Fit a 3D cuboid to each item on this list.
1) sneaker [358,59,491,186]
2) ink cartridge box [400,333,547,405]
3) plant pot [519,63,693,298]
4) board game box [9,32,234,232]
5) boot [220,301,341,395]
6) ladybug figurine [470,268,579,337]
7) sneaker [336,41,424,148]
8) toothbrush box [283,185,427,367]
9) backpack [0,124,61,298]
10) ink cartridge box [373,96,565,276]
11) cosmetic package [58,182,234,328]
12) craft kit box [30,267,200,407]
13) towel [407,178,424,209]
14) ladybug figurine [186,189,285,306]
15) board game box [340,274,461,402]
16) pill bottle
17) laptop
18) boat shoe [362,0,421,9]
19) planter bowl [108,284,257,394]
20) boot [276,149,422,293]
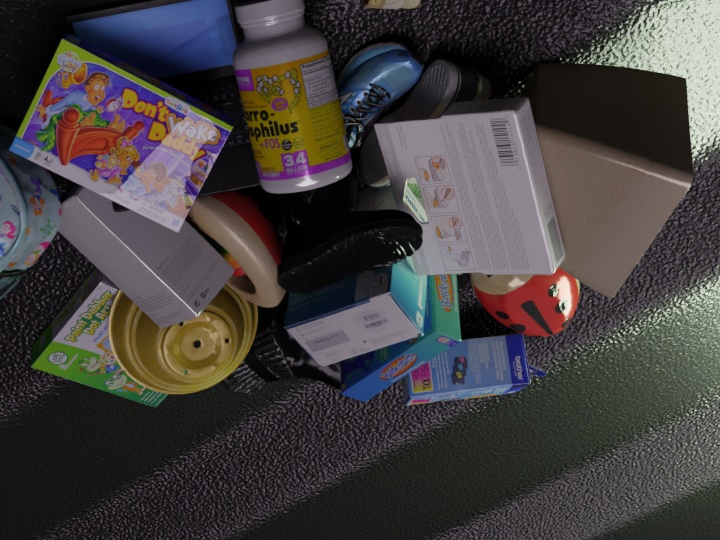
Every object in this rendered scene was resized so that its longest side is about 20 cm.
[{"bbox_3d":[0.077,-0.161,1.504,0.079,0.079,0.200,7,145,-35],"label":"sneaker"},{"bbox_3d":[0.158,0.138,1.809,0.199,0.077,0.136,-8,170,-3],"label":"ink cartridge box"},{"bbox_3d":[0.255,-0.124,1.498,0.176,0.200,0.200,19,133,-8],"label":"plant pot"},{"bbox_3d":[-0.254,-0.147,1.385,0.199,0.045,0.135,26,105,-13],"label":"board game box"},{"bbox_3d":[-0.091,0.137,1.801,0.158,0.080,0.211,-36,121,18],"label":"boot"},{"bbox_3d":[0.227,0.029,1.742,0.135,0.072,0.200,-29,134,21],"label":"ladybug figurine"},{"bbox_3d":[-0.004,-0.177,1.464,0.200,0.090,0.078,-36,131,27],"label":"sneaker"},{"bbox_3d":[0.000,0.000,1.560,0.146,0.201,0.085,-18,130,25],"label":"toothbrush box"},{"bbox_3d":[-0.443,-0.064,1.451,0.200,0.178,0.150,-38,171,21],"label":"backpack"},{"bbox_3d":[0.124,-0.090,1.448,0.176,0.045,0.201,0,120,32],"label":"ink cartridge box"},{"bbox_3d":[-0.259,-0.032,1.510,0.200,0.085,0.107,48,149,-18],"label":"cosmetic package"},{"bbox_3d":[-0.312,0.091,1.746,0.197,0.049,0.200,24,129,-28],"label":"craft kit box"},{"bbox_3d":[0.110,-0.077,1.643,0.152,0.023,0.200,12,134,-21],"label":"towel"},{"bbox_3d":[-0.149,-0.040,1.569,0.072,0.135,0.200,-50,132,-20],"label":"ladybug figurine"},{"bbox_3d":[0.047,0.060,1.662,0.045,0.153,0.200,21,140,-30],"label":"board game box"},{"bbox_3d":[-0.077,-0.190,1.378,0.104,0.104,0.201,-11,105,3],"label":"pill bottle"},{"bbox_3d":[-0.208,-0.183,1.406,0.176,0.201,0.103,-11,174,-1],"label":"laptop"},{"bbox_3d":[0.023,-0.341,1.299,0.066,0.074,0.200,-12,138,-4],"label":"boat shoe"},{"bbox_3d":[-0.217,0.082,1.652,0.199,0.083,0.201,-7,111,-18],"label":"planter bowl"},{"bbox_3d":[-0.017,-0.079,1.494,0.200,0.169,0.076,-22,144,34],"label":"boot"}]
